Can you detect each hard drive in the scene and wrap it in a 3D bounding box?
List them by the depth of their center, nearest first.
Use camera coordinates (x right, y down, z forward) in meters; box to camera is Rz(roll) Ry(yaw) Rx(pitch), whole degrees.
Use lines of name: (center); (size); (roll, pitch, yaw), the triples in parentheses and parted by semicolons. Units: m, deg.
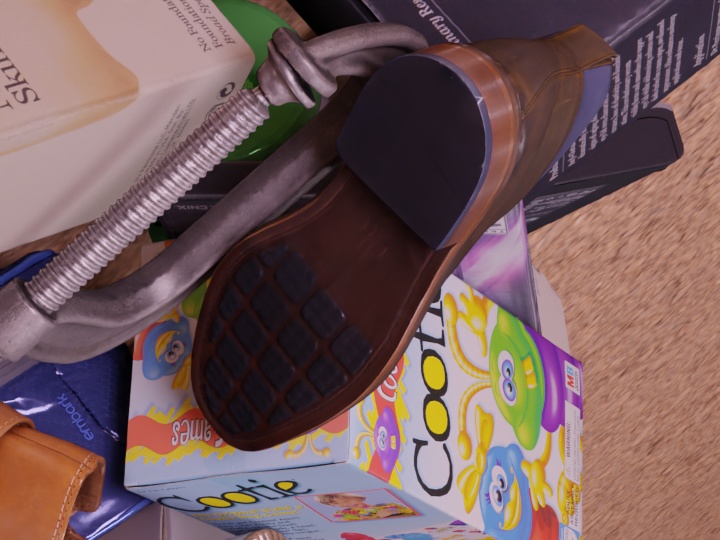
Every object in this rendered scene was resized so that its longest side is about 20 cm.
hard drive: (0.044, -0.030, 1.270); (0.139, 0.033, 0.200); (-11, 171, -33)

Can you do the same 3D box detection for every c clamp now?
c clamp: (-0.061, -0.019, 0.868); (0.200, 0.027, 0.171); (-40, 164, 4)

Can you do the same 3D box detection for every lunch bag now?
lunch bag: (-0.186, 0.083, 1.071); (0.200, 0.132, 0.136); (-33, 179, -20)

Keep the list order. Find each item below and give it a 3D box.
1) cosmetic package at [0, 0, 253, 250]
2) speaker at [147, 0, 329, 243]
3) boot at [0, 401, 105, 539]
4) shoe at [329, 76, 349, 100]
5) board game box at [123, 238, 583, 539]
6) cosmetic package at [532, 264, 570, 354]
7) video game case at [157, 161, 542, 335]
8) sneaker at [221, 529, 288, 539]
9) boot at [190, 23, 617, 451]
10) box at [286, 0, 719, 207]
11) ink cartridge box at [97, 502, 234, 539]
cosmetic package: (-0.143, -0.059, 0.839); (0.200, 0.105, 0.071); (-24, 156, -47)
speaker: (-0.052, -0.041, 1.125); (0.088, 0.088, 0.200); (-37, 162, -11)
boot: (-0.173, 0.111, 0.933); (0.077, 0.155, 0.200); (-58, 166, -60)
shoe: (0.049, -0.089, 1.241); (0.070, 0.053, 0.200); (-1, -179, 29)
board game box: (0.003, 0.061, 1.073); (0.105, 0.103, 0.200); (-9, 157, 28)
cosmetic package: (0.004, 0.054, 1.335); (0.200, 0.071, 0.105); (-12, 165, 13)
video game case: (0.000, 0.000, 1.084); (0.143, 0.019, 0.200); (0, 159, 7)
sneaker: (-0.102, 0.163, 0.986); (0.112, 0.071, 0.200); (-18, -172, 24)
boot: (0.017, -0.010, 0.918); (0.097, 0.075, 0.200); (-25, 161, -46)
box: (0.081, -0.141, 1.060); (0.200, 0.148, 0.104); (-37, 162, -8)
ink cartridge box: (-0.072, 0.169, 1.226); (0.145, 0.084, 0.200); (6, 159, -31)
